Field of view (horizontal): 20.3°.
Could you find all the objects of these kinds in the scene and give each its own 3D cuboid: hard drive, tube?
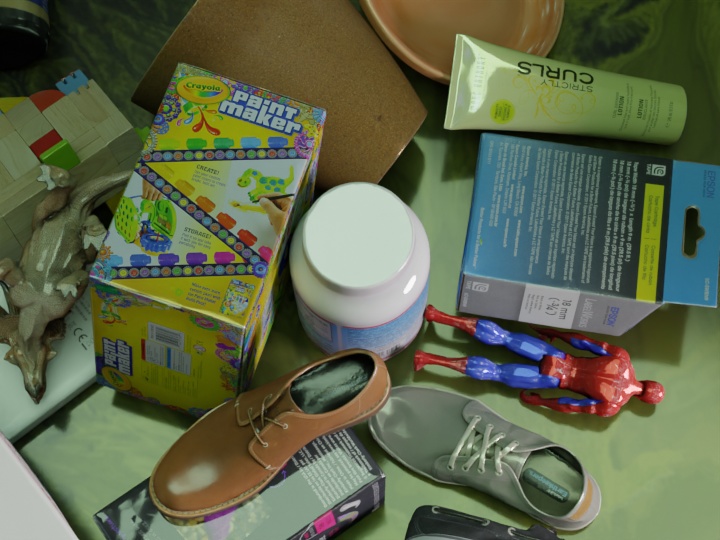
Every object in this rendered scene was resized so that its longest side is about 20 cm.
[{"bbox_3d":[-0.277,0.055,1.635,0.200,0.026,0.132,-37,77,-9],"label":"hard drive"},{"bbox_3d":[0.167,-0.139,1.641,0.199,0.052,0.058,8,51,-14],"label":"tube"}]

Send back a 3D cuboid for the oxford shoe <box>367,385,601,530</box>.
[{"bbox_3d":[0.099,0.143,1.591,0.200,0.058,0.075,26,79,9],"label":"oxford shoe"}]

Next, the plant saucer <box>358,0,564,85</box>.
[{"bbox_3d":[0.077,-0.242,1.673,0.200,0.037,0.201,9,69,-25],"label":"plant saucer"}]

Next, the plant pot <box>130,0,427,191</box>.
[{"bbox_3d":[-0.052,-0.151,1.626,0.200,0.186,0.187,38,78,-5],"label":"plant pot"}]

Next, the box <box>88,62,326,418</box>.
[{"bbox_3d":[-0.117,-0.015,1.544,0.122,0.200,0.193,18,63,3],"label":"box"}]

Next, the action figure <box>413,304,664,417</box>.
[{"bbox_3d":[0.146,0.076,1.612,0.199,0.052,0.066,14,79,8],"label":"action figure"}]

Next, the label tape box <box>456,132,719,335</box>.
[{"bbox_3d":[0.185,-0.025,1.612,0.199,0.063,0.145,9,56,3],"label":"label tape box"}]

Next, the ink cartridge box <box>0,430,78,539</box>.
[{"bbox_3d":[-0.291,0.158,1.497,0.084,0.200,0.146,-38,103,-10],"label":"ink cartridge box"}]

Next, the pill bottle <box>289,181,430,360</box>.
[{"bbox_3d":[0.000,0.000,1.556,0.108,0.200,0.109,0,75,0],"label":"pill bottle"}]

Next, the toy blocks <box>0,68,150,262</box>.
[{"bbox_3d":[-0.267,-0.094,1.639,0.200,0.100,0.137,-35,49,-9],"label":"toy blocks"}]

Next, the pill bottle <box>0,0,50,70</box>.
[{"bbox_3d":[-0.320,-0.277,1.684,0.111,0.112,0.201,-6,75,-1],"label":"pill bottle"}]

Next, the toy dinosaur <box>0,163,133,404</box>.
[{"bbox_3d":[-0.238,-0.007,1.563,0.086,0.136,0.200,30,80,3],"label":"toy dinosaur"}]

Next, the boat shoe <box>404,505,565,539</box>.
[{"bbox_3d":[0.129,0.226,1.566,0.199,0.070,0.066,11,47,-2],"label":"boat shoe"}]

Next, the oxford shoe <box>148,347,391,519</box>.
[{"bbox_3d":[-0.070,0.111,1.469,0.200,0.071,0.071,-33,75,-7],"label":"oxford shoe"}]

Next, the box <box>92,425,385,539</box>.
[{"bbox_3d":[-0.089,0.183,1.547,0.200,0.122,0.106,-34,76,-8],"label":"box"}]
